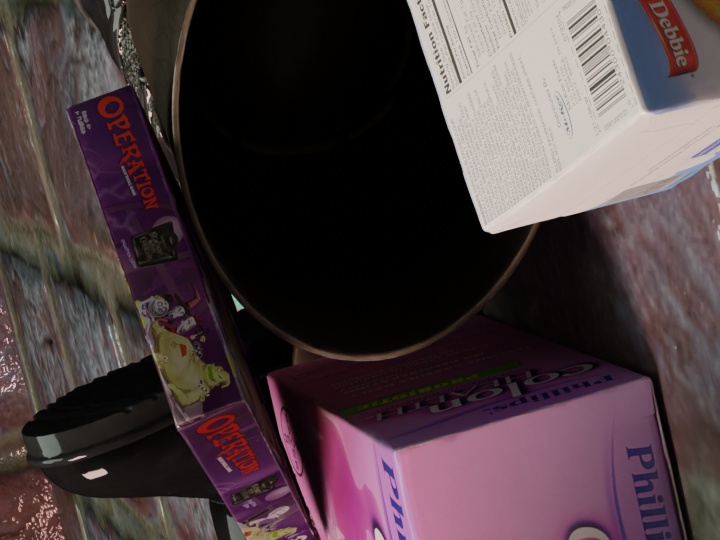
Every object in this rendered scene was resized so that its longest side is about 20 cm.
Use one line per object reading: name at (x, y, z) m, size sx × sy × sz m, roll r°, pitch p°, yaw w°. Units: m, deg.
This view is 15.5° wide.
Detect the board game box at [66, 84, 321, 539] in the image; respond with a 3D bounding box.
board game box at (-0.056, 0.027, 0.942) m, size 0.200 × 0.032 × 0.120 m, roll 72°, pitch 173°, yaw -70°

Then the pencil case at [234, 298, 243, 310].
pencil case at (-0.049, -0.081, 1.204) m, size 0.088 × 0.088 × 0.201 m, roll -133°, pitch 31°, yaw -64°

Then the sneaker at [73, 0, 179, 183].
sneaker at (-0.093, -0.118, 1.360) m, size 0.114 × 0.076 × 0.200 m, roll 174°, pitch 76°, yaw -74°

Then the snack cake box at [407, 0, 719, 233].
snack cake box at (0.052, -0.124, 0.731) m, size 0.115 × 0.067 × 0.201 m, roll 142°, pitch 112°, yaw -67°

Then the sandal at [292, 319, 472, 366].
sandal at (0.000, 0.000, 1.109) m, size 0.055 × 0.081 × 0.201 m, roll -12°, pitch -94°, yaw -86°

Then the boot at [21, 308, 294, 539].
boot at (-0.048, 0.108, 1.116) m, size 0.073 × 0.198 × 0.163 m, roll -8°, pitch 101°, yaw 36°

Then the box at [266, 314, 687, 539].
box at (0.049, 0.122, 0.988) m, size 0.200 × 0.096 × 0.177 m, roll -161°, pitch 57°, yaw -74°

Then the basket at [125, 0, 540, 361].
basket at (-0.017, -0.082, 0.969) m, size 0.200 × 0.135 × 0.181 m, roll -130°, pitch 41°, yaw -70°
